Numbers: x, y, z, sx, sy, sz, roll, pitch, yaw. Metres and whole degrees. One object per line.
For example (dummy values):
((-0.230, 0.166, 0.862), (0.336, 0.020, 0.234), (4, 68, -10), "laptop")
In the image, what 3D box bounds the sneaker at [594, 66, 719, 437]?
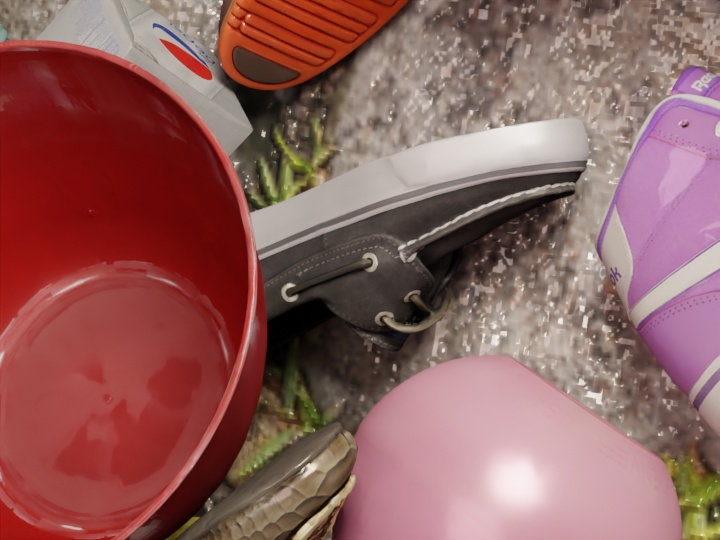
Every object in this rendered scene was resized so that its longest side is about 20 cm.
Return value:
((0.165, -0.047, 0.762), (0.200, 0.073, 0.114), (-40, 68, 16), "sneaker")

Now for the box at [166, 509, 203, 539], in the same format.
((-0.054, 0.188, 0.851), (0.075, 0.050, 0.200), (-35, 73, 17), "box")

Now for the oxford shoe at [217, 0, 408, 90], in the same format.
((0.000, -0.163, 0.859), (0.200, 0.071, 0.073), (-57, 40, 12), "oxford shoe")

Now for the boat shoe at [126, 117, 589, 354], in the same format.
((0.000, 0.000, 0.835), (0.200, 0.070, 0.066), (-19, 83, 23), "boat shoe")

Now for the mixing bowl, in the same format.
((-0.112, 0.032, 0.789), (0.200, 0.108, 0.201), (-7, 68, 17), "mixing bowl")

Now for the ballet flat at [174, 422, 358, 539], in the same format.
((-0.053, 0.116, 0.769), (0.046, 0.067, 0.200), (50, 131, 6), "ballet flat")

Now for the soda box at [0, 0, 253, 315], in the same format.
((-0.137, -0.017, 0.887), (0.200, 0.068, 0.063), (-46, 37, 14), "soda box")

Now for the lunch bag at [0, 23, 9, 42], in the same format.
((-0.235, -0.037, 0.890), (0.200, 0.160, 0.077), (-43, 104, 13), "lunch bag")

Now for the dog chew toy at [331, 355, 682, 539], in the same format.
((0.022, 0.130, 0.773), (0.124, 0.125, 0.200), (35, 91, 23), "dog chew toy")
